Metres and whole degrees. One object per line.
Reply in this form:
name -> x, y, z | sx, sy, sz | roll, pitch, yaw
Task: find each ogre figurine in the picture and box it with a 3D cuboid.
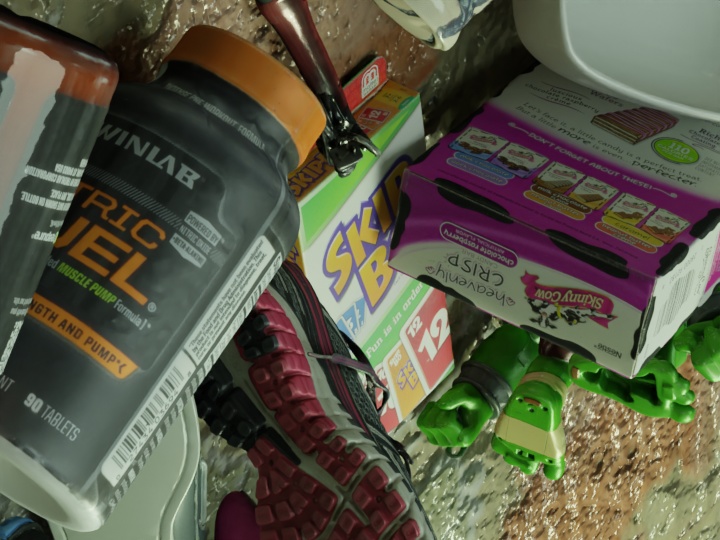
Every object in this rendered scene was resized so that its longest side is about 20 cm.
ogre figurine -> 0.127, 0.029, 1.506 | 0.200, 0.098, 0.120 | -44, -166, 49

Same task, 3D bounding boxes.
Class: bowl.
bowl -> 0.151, -0.170, 1.419 | 0.199, 0.075, 0.201 | 10, 82, -37

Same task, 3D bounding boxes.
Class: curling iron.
curling iron -> -0.031, -0.117, 1.282 | 0.025, 0.050, 0.200 | -27, 130, -5

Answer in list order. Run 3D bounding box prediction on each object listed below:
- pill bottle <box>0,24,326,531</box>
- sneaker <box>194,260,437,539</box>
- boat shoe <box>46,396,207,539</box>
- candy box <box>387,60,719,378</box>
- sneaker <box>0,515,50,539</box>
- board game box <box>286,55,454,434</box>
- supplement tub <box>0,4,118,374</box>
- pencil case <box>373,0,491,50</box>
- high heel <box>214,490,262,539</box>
pill bottle -> -0.095, -0.003, 1.203 | 0.200, 0.106, 0.106 | -56, 147, -16
sneaker -> -0.010, 0.078, 1.317 | 0.081, 0.200, 0.075 | -34, 170, 33
boat shoe -> -0.103, 0.098, 1.314 | 0.062, 0.073, 0.201 | -90, 177, -67
candy box -> 0.120, -0.039, 1.437 | 0.200, 0.136, 0.061 | -40, 148, -49
sneaker -> -0.136, 0.186, 1.289 | 0.071, 0.083, 0.200 | -39, 139, -36
board game box -> 0.000, 0.000, 1.423 | 0.096, 0.030, 0.200 | -43, 140, -32
supplement tub -> -0.171, -0.005, 1.088 | 0.107, 0.107, 0.201 | 18, 95, -58
pencil case -> 0.068, -0.189, 1.297 | 0.200, 0.089, 0.078 | -47, 131, 4
high heel -> -0.064, 0.199, 1.363 | 0.096, 0.067, 0.201 | -20, 116, -16
